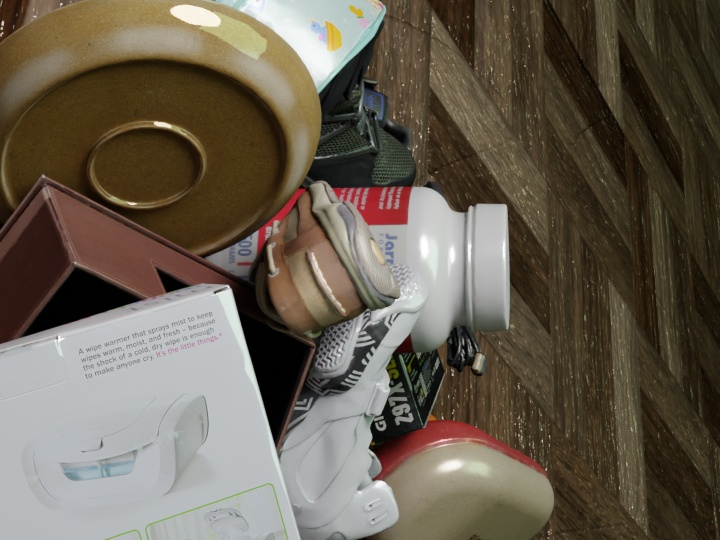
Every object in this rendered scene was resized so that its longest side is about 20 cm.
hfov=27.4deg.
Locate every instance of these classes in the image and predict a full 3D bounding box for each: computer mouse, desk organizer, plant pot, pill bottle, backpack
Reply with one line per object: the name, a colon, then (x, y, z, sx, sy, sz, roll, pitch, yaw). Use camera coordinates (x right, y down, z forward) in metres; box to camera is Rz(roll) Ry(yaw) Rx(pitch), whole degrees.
computer mouse: (0.064, 0.018, 1.210, 0.200, 0.046, 0.141, 80, -9, -74)
desk organizer: (-0.110, 0.034, 0.826, 0.200, 0.072, 0.077, 29, 19, -39)
plant pot: (-0.117, -0.064, 0.804, 0.200, 0.199, 0.028, 48, 21, -46)
pill bottle: (0.000, 0.000, 0.998, 0.112, 0.199, 0.113, -1, 90, -83)
backpack: (-0.088, -0.126, 0.904, 0.154, 0.200, 0.176, 53, 32, -13)

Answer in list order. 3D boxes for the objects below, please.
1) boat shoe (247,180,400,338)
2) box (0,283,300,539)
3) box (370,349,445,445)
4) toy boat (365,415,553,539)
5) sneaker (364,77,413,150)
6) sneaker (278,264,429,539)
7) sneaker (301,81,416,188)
boat shoe: (-0.031, -0.003, 0.844, 0.076, 0.072, 0.200, 60, -3, -4)
box: (-0.136, 0.117, 0.658, 0.097, 0.199, 0.177, 169, -96, -72)
box: (0.015, 0.034, 1.162, 0.200, 0.049, 0.160, -49, 119, -79)
toy boat: (0.062, 0.167, 1.200, 0.131, 0.130, 0.200, 54, 11, 32)
sneaker: (-0.028, -0.142, 1.188, 0.200, 0.078, 0.070, 40, 42, -53)
sneaker: (-0.006, 0.093, 0.939, 0.115, 0.200, 0.075, 39, 10, -24)
sneaker: (-0.011, -0.114, 1.104, 0.199, 0.114, 0.077, 26, 45, -37)
